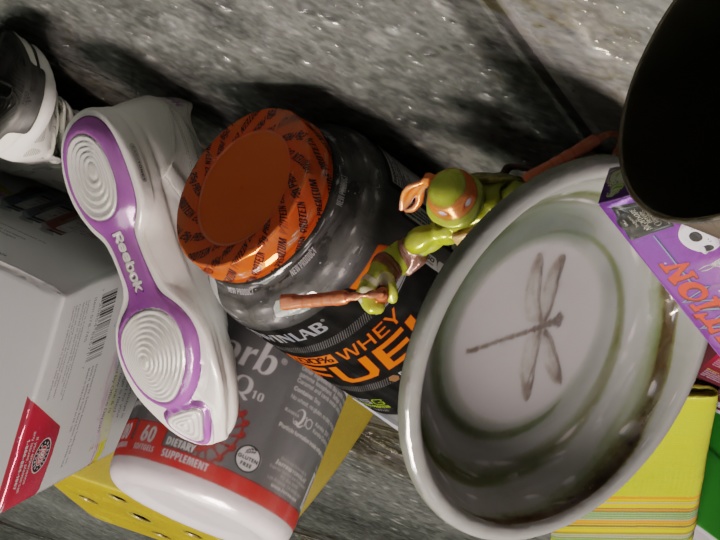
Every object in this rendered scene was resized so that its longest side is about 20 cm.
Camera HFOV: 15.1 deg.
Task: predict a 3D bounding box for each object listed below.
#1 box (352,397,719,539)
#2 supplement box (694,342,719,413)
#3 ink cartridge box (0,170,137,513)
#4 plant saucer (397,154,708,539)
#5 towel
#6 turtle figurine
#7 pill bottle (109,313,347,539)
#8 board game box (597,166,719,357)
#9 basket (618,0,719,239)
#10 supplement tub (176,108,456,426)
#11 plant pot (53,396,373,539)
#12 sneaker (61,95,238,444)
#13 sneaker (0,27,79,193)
[{"bbox_3d":[0.128,0.084,1.653,0.176,0.097,0.200,6,158,41],"label":"box"},{"bbox_3d":[0.232,0.036,1.405,0.109,0.061,0.200,23,165,-2],"label":"supplement box"},{"bbox_3d":[-0.207,0.031,1.620,0.144,0.146,0.200,23,-162,17],"label":"ink cartridge box"},{"bbox_3d":[0.087,0.032,1.323,0.050,0.200,0.200,30,174,45],"label":"plant saucer"},{"bbox_3d":[0.152,0.109,1.528,0.086,0.018,0.200,0,151,2],"label":"towel"},{"bbox_3d":[0.067,-0.016,1.399,0.200,0.065,0.161,-29,147,19],"label":"turtle figurine"},{"bbox_3d":[-0.061,0.053,1.608,0.115,0.201,0.116,20,165,6],"label":"pill bottle"},{"bbox_3d":[0.213,0.013,1.264,0.120,0.032,0.200,-14,129,41],"label":"board game box"},{"bbox_3d":[0.229,-0.044,1.015,0.200,0.136,0.180,24,156,-23],"label":"basket"},{"bbox_3d":[0.000,0.000,1.491,0.122,0.123,0.200,5,157,47],"label":"supplement tub"},{"bbox_3d":[-0.118,0.090,1.861,0.199,0.177,0.200,16,164,23],"label":"plant pot"},{"bbox_3d":[-0.096,-0.004,1.518,0.075,0.201,0.099,-7,-168,41],"label":"sneaker"},{"bbox_3d":[-0.169,-0.085,1.572,0.115,0.076,0.200,17,174,-14],"label":"sneaker"}]
